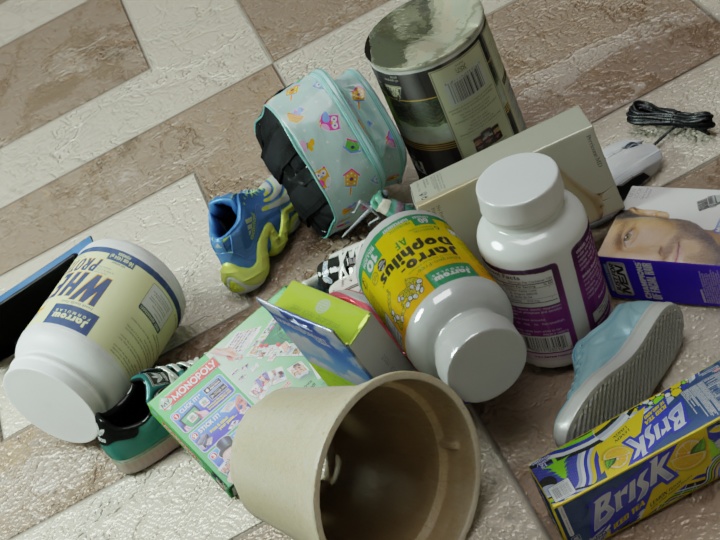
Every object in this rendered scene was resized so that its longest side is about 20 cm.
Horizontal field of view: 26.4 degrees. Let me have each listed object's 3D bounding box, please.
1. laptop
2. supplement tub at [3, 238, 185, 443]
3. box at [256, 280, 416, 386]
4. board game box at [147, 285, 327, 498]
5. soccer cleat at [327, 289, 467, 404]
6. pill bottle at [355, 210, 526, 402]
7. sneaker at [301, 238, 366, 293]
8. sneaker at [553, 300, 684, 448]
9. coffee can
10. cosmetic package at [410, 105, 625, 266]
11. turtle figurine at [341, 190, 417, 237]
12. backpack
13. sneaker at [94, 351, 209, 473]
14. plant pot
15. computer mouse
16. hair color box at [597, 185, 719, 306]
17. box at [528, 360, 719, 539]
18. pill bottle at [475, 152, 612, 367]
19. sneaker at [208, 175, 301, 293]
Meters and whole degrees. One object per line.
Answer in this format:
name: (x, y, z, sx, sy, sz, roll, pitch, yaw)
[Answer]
laptop: (-0.419, 0.020, 1.907, 0.186, 0.200, 0.116, -34, 70, -1)
supplement tub: (-0.302, 0.079, 1.744, 0.143, 0.146, 0.201, 1, 44, 32)
box: (-0.006, 0.087, 1.506, 0.121, 0.200, 0.048, 20, 65, 44)
board game box: (-0.107, 0.125, 1.622, 0.200, 0.029, 0.134, -40, 65, -18)
soccer cleat: (0.036, 0.079, 1.563, 0.199, 0.076, 0.067, 33, 103, 32)
pill bottle: (0.079, 0.036, 1.479, 0.112, 0.113, 0.200, -30, 39, -4)
sneaker: (0.000, 0.000, 1.646, 0.200, 0.072, 0.073, -40, 49, 51)
sneaker: (0.230, 0.103, 1.462, 0.081, 0.075, 0.200, 5, 38, 46)
coffee can: (0.106, -0.199, 1.780, 0.145, 0.201, 0.147, -16, 37, 13)
cosmetic package: (0.162, -0.077, 1.598, 0.198, 0.104, 0.073, -25, 22, 7)
turtle figurine: (0.088, -0.056, 1.711, 0.199, 0.102, 0.149, -27, -11, 24)
backpack: (-0.034, -0.142, 1.771, 0.152, 0.177, 0.200, -30, -3, -1)
sneaker: (-0.199, 0.133, 1.670, 0.199, 0.080, 0.071, -38, 38, -15)
plant pot: (-0.021, 0.185, 1.430, 0.182, 0.201, 0.201, 5, 45, 50)
computer mouse: (0.295, -0.123, 1.705, 0.200, 0.044, 0.109, -44, 41, -21)
hair color box: (0.350, -0.024, 1.538, 0.198, 0.065, 0.110, 4, 47, 37)
box: (0.254, 0.166, 1.362, 0.198, 0.070, 0.064, -28, 35, -1)
pill bottle: (0.177, -0.012, 1.508, 0.111, 0.201, 0.113, -13, 36, 10)
sneaker: (-0.127, -0.072, 1.852, 0.075, 0.106, 0.201, -7, 41, 24)
